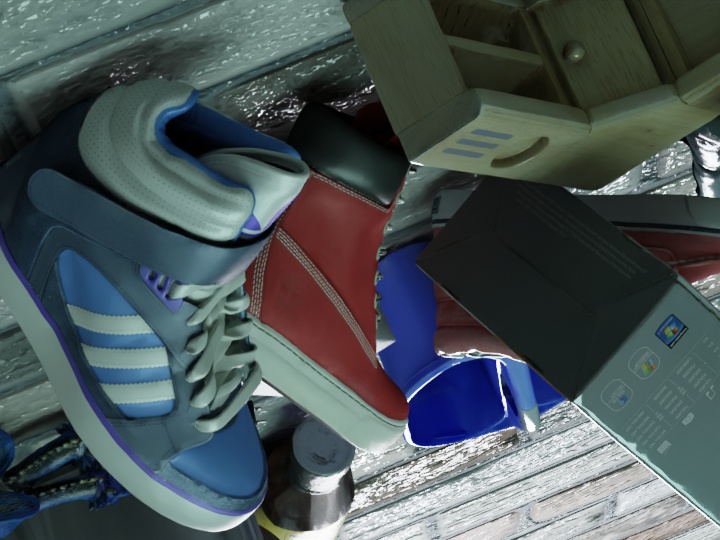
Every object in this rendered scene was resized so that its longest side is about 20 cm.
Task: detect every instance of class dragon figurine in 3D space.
[{"bbox_3d":[-0.216,0.123,1.630,0.099,0.059,0.200,-36,160,35],"label":"dragon figurine"}]

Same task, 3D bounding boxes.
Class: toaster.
[{"bbox_3d":[-0.130,0.172,1.763,0.199,0.129,0.114,-21,161,-8],"label":"toaster"}]

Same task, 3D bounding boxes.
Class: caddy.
[{"bbox_3d":[0.079,0.042,1.684,0.141,0.105,0.200,-22,163,-1],"label":"caddy"}]

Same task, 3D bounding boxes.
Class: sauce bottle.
[{"bbox_3d":[-0.037,0.145,1.916,0.066,0.066,0.200,-19,163,-13],"label":"sauce bottle"}]

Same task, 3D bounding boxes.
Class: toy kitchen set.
[{"bbox_3d":[0.143,-0.086,1.289,0.200,0.164,0.180,-33,161,27],"label":"toy kitchen set"}]

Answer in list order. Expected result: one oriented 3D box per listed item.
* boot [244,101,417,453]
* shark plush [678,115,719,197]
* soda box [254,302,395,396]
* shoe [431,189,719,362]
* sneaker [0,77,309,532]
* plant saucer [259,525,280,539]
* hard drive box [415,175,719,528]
[{"bbox_3d":[0.000,0.000,1.428,0.144,0.072,0.200,-55,148,-5],"label":"boot"},{"bbox_3d":[0.182,-0.072,1.514,0.091,0.083,0.200,-17,162,-20],"label":"shark plush"},{"bbox_3d":[-0.067,0.020,1.505,0.068,0.064,0.200,-32,161,25],"label":"soda box"},{"bbox_3d":[0.134,0.007,1.547,0.199,0.091,0.071,2,177,10],"label":"shoe"},{"bbox_3d":[-0.066,0.011,1.273,0.146,0.200,0.081,-27,-166,35],"label":"sneaker"},{"bbox_3d":[-0.131,0.216,1.847,0.200,0.200,0.030,-21,130,-6],"label":"plant saucer"},{"bbox_3d":[0.143,0.049,1.425,0.077,0.156,0.200,-50,127,2],"label":"hard drive box"}]
